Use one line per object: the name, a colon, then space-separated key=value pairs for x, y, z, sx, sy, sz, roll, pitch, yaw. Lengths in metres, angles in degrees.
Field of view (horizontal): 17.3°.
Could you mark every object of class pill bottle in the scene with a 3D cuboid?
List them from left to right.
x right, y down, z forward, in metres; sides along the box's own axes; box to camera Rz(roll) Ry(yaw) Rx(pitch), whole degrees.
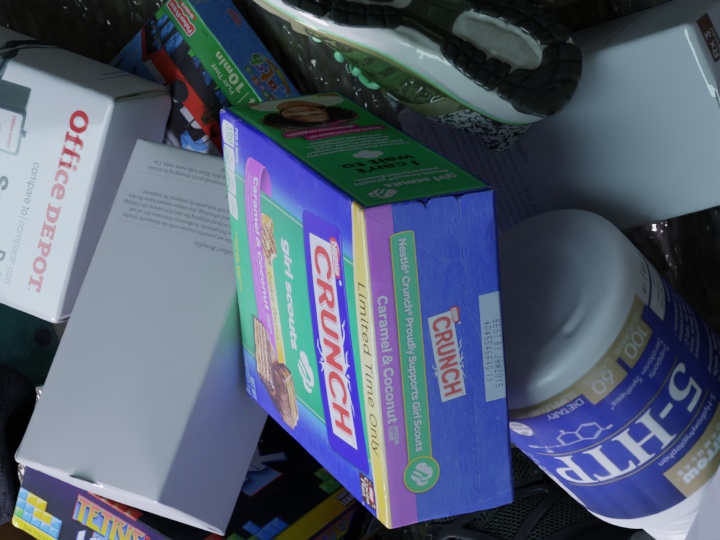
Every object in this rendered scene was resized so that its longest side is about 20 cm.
pill bottle: x=0.144 y=0.069 z=1.283 sx=0.120 sy=0.120 sz=0.200 roll=-11 pitch=140 yaw=40

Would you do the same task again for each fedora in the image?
fedora: x=-0.250 y=0.108 z=1.461 sx=0.091 sy=0.201 sz=0.201 roll=7 pitch=125 yaw=-3

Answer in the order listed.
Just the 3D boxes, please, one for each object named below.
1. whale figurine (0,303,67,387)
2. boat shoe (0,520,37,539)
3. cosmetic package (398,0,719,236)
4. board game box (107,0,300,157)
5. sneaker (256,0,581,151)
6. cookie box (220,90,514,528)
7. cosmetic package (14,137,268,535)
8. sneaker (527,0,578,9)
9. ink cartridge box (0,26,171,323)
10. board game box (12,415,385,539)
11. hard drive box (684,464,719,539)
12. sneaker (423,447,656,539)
whale figurine: x=-0.246 y=-0.013 z=1.540 sx=0.159 sy=0.104 sz=0.200 roll=38 pitch=150 yaw=59
boat shoe: x=-0.170 y=0.175 z=1.566 sx=0.070 sy=0.200 sz=0.071 roll=-25 pitch=74 yaw=51
cosmetic package: x=0.128 y=-0.076 z=1.281 sx=0.200 sy=0.074 sz=0.102 roll=-13 pitch=108 yaw=38
board game box: x=-0.109 y=-0.065 z=1.462 sx=0.151 sy=0.037 sz=0.200 roll=53 pitch=134 yaw=4
sneaker: x=0.011 y=-0.116 z=1.227 sx=0.200 sy=0.077 sz=0.089 roll=30 pitch=145 yaw=5
cookie box: x=0.001 y=0.014 z=1.218 sx=0.200 sy=0.075 sz=0.172 roll=-144 pitch=46 yaw=-61
cosmetic package: x=-0.103 y=0.037 z=1.353 sx=0.107 sy=0.085 sz=0.200 roll=16 pitch=81 yaw=30
sneaker: x=0.041 y=-0.164 z=1.278 sx=0.200 sy=0.089 sz=0.077 roll=4 pitch=118 yaw=34
ink cartridge box: x=-0.231 y=-0.071 z=1.426 sx=0.200 sy=0.083 sz=0.147 roll=20 pitch=104 yaw=15
board game box: x=-0.090 y=0.137 z=1.476 sx=0.165 sy=0.200 sz=0.057 roll=29 pitch=120 yaw=19
hard drive box: x=0.270 y=0.181 z=1.261 sx=0.199 sy=0.077 sz=0.156 roll=10 pitch=128 yaw=-9
sneaker: x=0.132 y=0.154 z=1.414 sx=0.199 sy=0.114 sz=0.076 roll=-9 pitch=137 yaw=10
